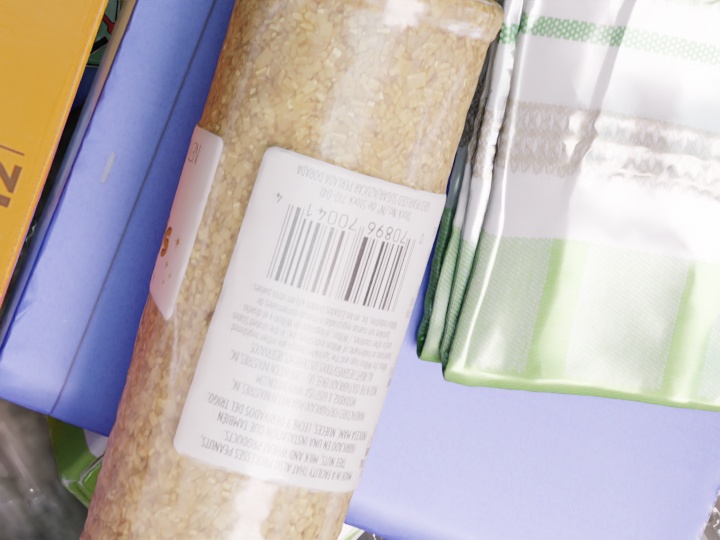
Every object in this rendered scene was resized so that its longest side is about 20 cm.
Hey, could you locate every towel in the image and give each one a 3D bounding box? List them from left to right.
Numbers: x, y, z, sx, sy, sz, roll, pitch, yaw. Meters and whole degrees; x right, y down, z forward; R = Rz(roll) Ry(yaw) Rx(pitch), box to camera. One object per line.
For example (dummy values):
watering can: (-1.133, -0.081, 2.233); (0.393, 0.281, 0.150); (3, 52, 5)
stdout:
towel: (0.104, -0.057, 0.686); (0.148, 0.031, 0.201); (8, 106, -12)

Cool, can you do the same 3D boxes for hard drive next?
hard drive: (0.015, 0.004, 0.720); (0.199, 0.025, 0.133); (21, 95, -14)

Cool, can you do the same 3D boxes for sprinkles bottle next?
sprinkles bottle: (-0.023, 0.020, 0.667); (0.068, 0.068, 0.201); (16, 96, -12)

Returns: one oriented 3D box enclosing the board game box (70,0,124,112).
board game box: (-0.108, -0.162, 0.820); (0.134, 0.029, 0.200); (-40, 104, -2)

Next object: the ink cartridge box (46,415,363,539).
ink cartridge box: (0.000, 0.000, 0.805); (0.200, 0.148, 0.076); (-45, 104, 0)

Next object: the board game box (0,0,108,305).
board game box: (-0.194, -0.008, 0.699); (0.199, 0.200, 0.201); (20, 60, -8)
